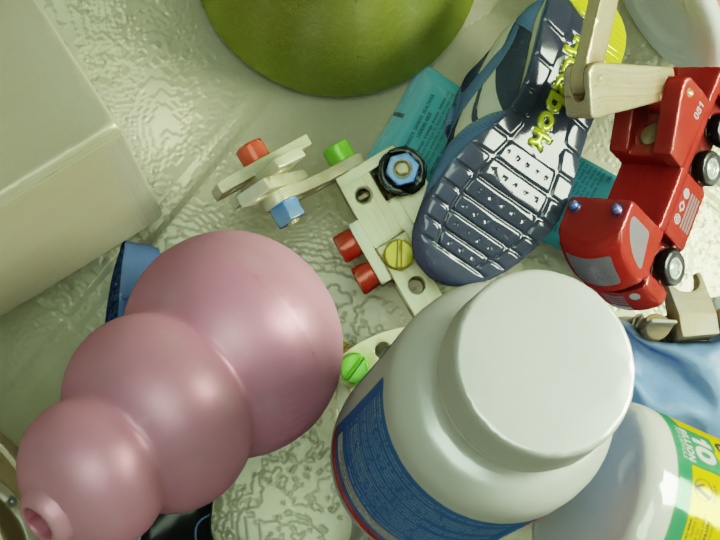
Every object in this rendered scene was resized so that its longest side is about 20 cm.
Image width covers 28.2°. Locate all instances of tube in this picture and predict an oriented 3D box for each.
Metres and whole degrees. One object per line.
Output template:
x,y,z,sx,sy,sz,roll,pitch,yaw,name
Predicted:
0.105,-0.054,0.888,0.198,0.050,0.078,28,77,10,tube

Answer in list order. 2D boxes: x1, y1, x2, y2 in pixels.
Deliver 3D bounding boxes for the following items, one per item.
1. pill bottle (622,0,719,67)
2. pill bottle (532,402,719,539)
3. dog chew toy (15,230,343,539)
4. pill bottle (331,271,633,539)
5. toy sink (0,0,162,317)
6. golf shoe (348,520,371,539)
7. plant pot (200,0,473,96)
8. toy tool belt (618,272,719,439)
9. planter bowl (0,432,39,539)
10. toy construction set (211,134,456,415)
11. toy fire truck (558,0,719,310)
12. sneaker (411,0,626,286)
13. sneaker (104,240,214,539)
0.261,-0.218,0.882,0.199,0.112,0.113,-35,86,-7,pill bottle
0.201,0.156,0.768,0.198,0.113,0.114,24,82,-18,pill bottle
-0.097,0.067,0.745,0.125,0.125,0.200,44,51,3,dog chew toy
0.057,0.073,0.701,0.111,0.200,0.114,4,71,-12,pill bottle
-0.236,-0.047,0.820,0.199,0.112,0.131,-33,63,-9,toy sink
0.010,0.194,0.831,0.074,0.092,0.202,15,84,-3,golf shoe
-0.012,-0.218,0.819,0.185,0.200,0.190,0,81,-2,plant pot
0.193,0.066,0.839,0.197,0.123,0.127,-9,84,-4,toy tool belt
-0.247,0.168,0.793,0.197,0.135,0.203,0,85,3,planter bowl
0.000,0.000,0.851,0.130,0.092,0.201,-30,101,-1,toy construction set
0.152,-0.096,0.798,0.141,0.048,0.202,39,69,-39,toy fire truck
0.084,-0.074,0.835,0.074,0.082,0.201,38,69,-19,sneaker
-0.113,0.084,0.854,0.077,0.070,0.203,1,83,-17,sneaker
